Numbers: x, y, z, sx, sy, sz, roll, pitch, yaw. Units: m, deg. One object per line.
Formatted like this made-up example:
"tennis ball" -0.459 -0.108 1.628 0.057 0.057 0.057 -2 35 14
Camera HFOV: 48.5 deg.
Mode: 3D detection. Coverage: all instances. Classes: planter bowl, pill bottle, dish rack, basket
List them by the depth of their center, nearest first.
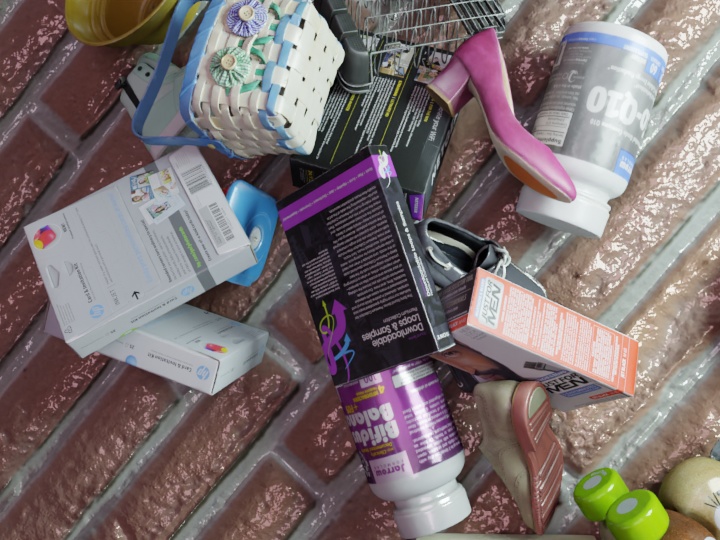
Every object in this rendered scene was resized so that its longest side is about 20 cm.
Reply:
"basket" -0.128 -0.205 0.810 0.197 0.139 0.179 8 75 29
"pill bottle" 0.239 -0.144 0.842 0.112 0.114 0.203 18 91 10
"pill bottle" 0.048 0.176 0.864 0.111 0.112 0.203 -21 84 8
"dish rack" 0.054 -0.279 0.878 0.197 0.055 0.155 -13 58 -13
"planter bowl" -0.245 -0.329 0.934 0.197 0.083 0.204 -12 65 26

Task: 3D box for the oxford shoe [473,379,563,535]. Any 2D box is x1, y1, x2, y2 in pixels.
"oxford shoe" 0.167 0.194 0.845 0.074 0.070 0.203 6 123 35

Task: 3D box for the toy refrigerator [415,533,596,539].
"toy refrigerator" 0.157 0.331 0.860 0.196 0.070 0.077 -2 87 9

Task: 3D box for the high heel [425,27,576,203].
"high heel" 0.162 -0.158 0.800 0.096 0.067 0.200 -43 64 0

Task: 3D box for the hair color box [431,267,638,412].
"hair color box" 0.165 0.076 0.804 0.198 0.111 0.065 24 64 -17

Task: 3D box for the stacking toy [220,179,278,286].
"stacking toy" -0.204 -0.062 0.932 0.197 0.116 0.112 17 88 21

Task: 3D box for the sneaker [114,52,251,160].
"sneaker" -0.204 -0.235 0.932 0.200 0.074 0.119 -43 77 16

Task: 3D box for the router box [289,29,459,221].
"router box" 0.025 -0.163 0.866 0.147 0.051 0.202 16 61 10

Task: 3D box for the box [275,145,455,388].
"box" 0.000 0.000 0.782 0.142 0.036 0.203 -24 81 40

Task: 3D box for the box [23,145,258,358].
"box" -0.225 -0.026 0.814 0.198 0.041 0.157 -29 60 -10

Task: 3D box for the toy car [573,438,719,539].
"toy car" 0.348 0.245 0.800 0.199 0.158 0.165 -35 95 -5

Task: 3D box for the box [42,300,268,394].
"box" -0.219 0.068 0.884 0.197 0.156 0.042 17 99 9

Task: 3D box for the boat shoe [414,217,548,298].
"boat shoe" 0.127 0.002 0.841 0.198 0.063 0.074 23 56 -20

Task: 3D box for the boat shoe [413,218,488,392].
"boat shoe" 0.094 0.044 0.889 0.066 0.070 0.202 -32 86 43
